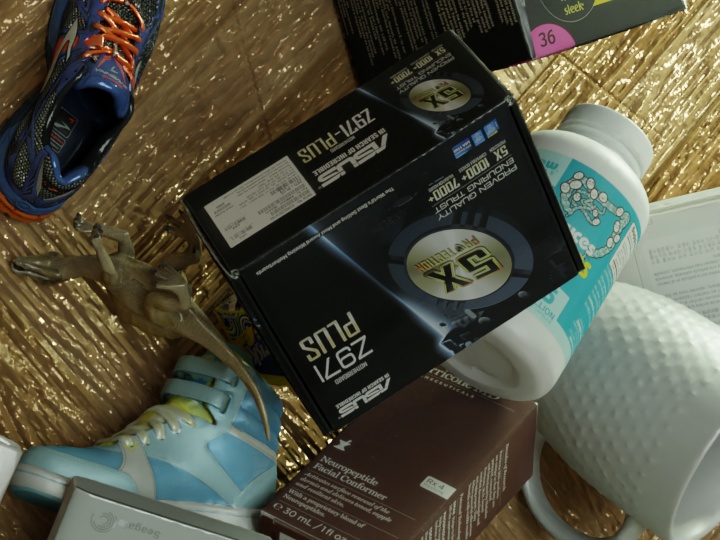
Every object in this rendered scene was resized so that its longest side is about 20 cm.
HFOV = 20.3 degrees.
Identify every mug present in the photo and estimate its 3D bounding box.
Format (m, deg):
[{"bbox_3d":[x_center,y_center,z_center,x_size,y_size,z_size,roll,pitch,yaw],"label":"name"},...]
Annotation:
[{"bbox_3d":[0.189,0.112,1.460,0.147,0.175,0.201,0,122,-57],"label":"mug"}]

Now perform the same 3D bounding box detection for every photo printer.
[{"bbox_3d":[0.278,0.038,1.529,0.069,0.166,0.201,-31,106,-66],"label":"photo printer"}]

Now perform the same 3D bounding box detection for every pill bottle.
[{"bbox_3d":[0.126,-0.018,1.376,0.111,0.111,0.200,44,63,-24],"label":"pill bottle"}]

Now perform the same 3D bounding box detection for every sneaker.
[{"bbox_3d":[-0.167,-0.122,1.284,0.075,0.078,0.201,29,72,-30],"label":"sneaker"},{"bbox_3d":[-0.132,0.102,1.294,0.200,0.079,0.131,17,79,-42],"label":"sneaker"}]

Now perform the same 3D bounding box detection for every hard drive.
[{"bbox_3d":[-0.150,0.237,1.235,0.131,0.026,0.201,20,102,-16],"label":"hard drive"}]

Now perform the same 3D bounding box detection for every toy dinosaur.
[{"bbox_3d":[-0.122,0.017,1.257,0.200,0.101,0.058,30,54,10],"label":"toy dinosaur"}]

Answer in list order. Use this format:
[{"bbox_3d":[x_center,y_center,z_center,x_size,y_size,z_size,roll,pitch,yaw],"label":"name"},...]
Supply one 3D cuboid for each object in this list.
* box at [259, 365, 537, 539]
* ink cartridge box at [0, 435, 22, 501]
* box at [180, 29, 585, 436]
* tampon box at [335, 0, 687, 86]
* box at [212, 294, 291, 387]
[{"bbox_3d":[0.028,0.149,1.349,0.200,0.100,0.075,-41,144,-44],"label":"box"},{"bbox_3d":[-0.290,0.173,1.139,0.084,0.146,0.201,31,69,-27],"label":"ink cartridge box"},{"bbox_3d":[0.017,-0.021,1.238,0.200,0.086,0.164,-32,135,-5],"label":"box"},{"bbox_3d":[0.095,-0.206,1.394,0.150,0.200,0.127,-22,99,-33],"label":"tampon box"},{"bbox_3d":[0.000,0.000,1.393,0.200,0.070,0.064,-38,112,-30],"label":"box"}]
